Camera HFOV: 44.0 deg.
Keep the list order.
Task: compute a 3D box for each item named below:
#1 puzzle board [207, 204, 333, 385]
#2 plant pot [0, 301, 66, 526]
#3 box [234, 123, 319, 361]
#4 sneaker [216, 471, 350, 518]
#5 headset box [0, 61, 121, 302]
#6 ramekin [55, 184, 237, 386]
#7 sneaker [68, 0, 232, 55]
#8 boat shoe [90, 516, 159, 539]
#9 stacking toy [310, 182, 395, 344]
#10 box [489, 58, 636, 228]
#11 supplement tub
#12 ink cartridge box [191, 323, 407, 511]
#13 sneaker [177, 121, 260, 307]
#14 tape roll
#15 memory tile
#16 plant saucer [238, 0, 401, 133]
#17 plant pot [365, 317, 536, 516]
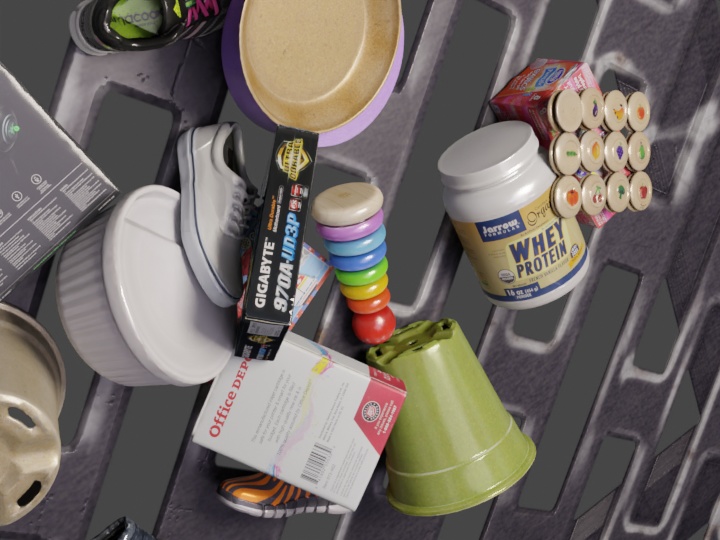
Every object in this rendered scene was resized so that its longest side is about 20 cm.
[{"bbox_3d":[-0.137,0.038,1.033,0.151,0.017,0.200,37,86,-31],"label":"puzzle board"},{"bbox_3d":[-0.367,0.146,0.843,0.199,0.183,0.202,-8,108,-26],"label":"plant pot"},{"bbox_3d":[-0.086,-0.022,0.903,0.046,0.159,0.201,10,71,-9],"label":"box"},{"bbox_3d":[-0.081,0.237,1.094,0.199,0.077,0.113,9,96,-41],"label":"sneaker"},{"bbox_3d":[-0.360,-0.093,0.829,0.174,0.093,0.200,-45,118,-10],"label":"headset box"},{"bbox_3d":[-0.215,0.023,0.894,0.094,0.203,0.203,-16,119,22],"label":"ramekin"},{"bbox_3d":[-0.184,-0.260,0.882,0.199,0.087,0.074,-23,114,-21],"label":"sneaker"},{"bbox_3d":[-0.308,0.374,1.010,0.200,0.071,0.091,-48,119,-17],"label":"boat shoe"},{"bbox_3d":[0.000,0.000,1.069,0.085,0.085,0.201,-24,121,-21],"label":"stacking toy"},{"bbox_3d":[0.266,-0.163,1.145,0.095,0.100,0.200,-42,120,-12],"label":"box"},{"bbox_3d":[0.187,-0.068,1.103,0.144,0.144,0.201,-36,118,-15],"label":"supplement tub"},{"bbox_3d":[-0.068,0.155,1.001,0.199,0.083,0.146,24,94,-2],"label":"ink cartridge box"},{"bbox_3d":[-0.140,-0.064,0.912,0.073,0.071,0.201,23,52,-64],"label":"sneaker"},{"bbox_3d":[-0.047,-0.237,0.947,0.200,0.066,0.201,-22,124,-36],"label":"tape roll"},{"bbox_3d":[0.296,-0.144,1.083,0.199,0.017,0.154,-8,97,-39],"label":"memory tile"},{"bbox_3d":[-0.044,-0.236,0.876,0.200,0.035,0.201,-21,123,-36],"label":"plant saucer"},{"bbox_3d":[0.093,0.168,1.113,0.199,0.200,0.191,-25,101,-20],"label":"plant pot"}]
